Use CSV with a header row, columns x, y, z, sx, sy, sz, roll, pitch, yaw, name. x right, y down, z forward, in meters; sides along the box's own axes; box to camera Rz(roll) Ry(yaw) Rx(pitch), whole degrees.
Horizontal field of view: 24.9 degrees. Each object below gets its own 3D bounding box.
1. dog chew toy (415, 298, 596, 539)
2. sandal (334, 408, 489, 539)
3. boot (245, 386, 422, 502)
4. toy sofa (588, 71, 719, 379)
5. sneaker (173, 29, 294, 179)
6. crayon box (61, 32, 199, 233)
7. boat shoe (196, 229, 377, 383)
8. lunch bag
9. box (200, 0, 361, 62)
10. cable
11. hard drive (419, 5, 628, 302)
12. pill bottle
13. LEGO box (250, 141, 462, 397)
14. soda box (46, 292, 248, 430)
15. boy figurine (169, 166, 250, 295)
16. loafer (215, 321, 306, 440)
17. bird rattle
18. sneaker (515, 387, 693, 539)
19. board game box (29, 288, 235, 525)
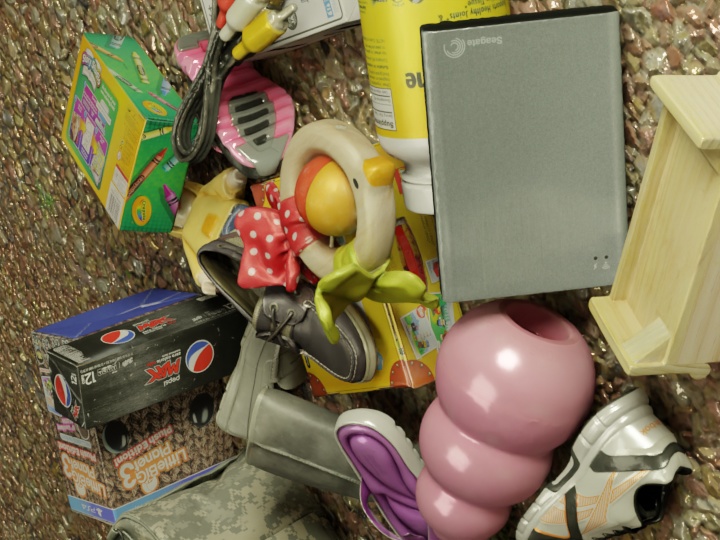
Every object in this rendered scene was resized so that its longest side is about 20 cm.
x,y,z,sx,sy,sz,roll,pitch,yaw,name
0.102,0.124,1.260,0.124,0.124,0.201,39,120,35,dog chew toy
0.036,0.198,1.341,0.082,0.050,0.203,-16,121,41,sandal
0.003,0.145,1.401,0.199,0.073,0.183,29,131,11,boot
0.230,-0.029,1.094,0.083,0.097,0.201,-114,27,-50,toy sofa
-0.111,-0.134,1.472,0.200,0.078,0.096,-119,24,-45,sneaker
-0.229,-0.137,1.589,0.200,0.058,0.120,51,131,48,crayon box
-0.065,0.034,1.374,0.200,0.065,0.072,43,135,32,boat shoe
-0.131,0.277,1.601,0.168,0.199,0.139,56,139,12,lunch bag
-0.061,-0.248,1.373,0.199,0.060,0.118,-6,101,54,box
-0.123,-0.182,1.361,0.200,0.050,0.097,-50,63,31,cable
0.118,-0.083,1.163,0.033,0.138,0.202,-99,3,-71,hard drive
0.061,-0.150,1.216,0.112,0.112,0.202,11,115,50,pill bottle
0.000,0.000,1.395,0.148,0.077,0.202,-11,97,54,LEGO box
-0.204,0.087,1.599,0.063,0.199,0.071,21,122,48,soda box
-0.136,-0.045,1.550,0.200,0.064,0.125,37,112,53,boy figurine
-0.082,0.083,1.564,0.069,0.070,0.201,21,126,1,loafer
-0.019,-0.040,1.275,0.200,0.112,0.164,44,134,50,bird rattle
0.183,0.181,1.246,0.080,0.073,0.201,49,139,24,sneaker
-0.234,0.138,1.697,0.097,0.159,0.202,6,111,51,board game box
